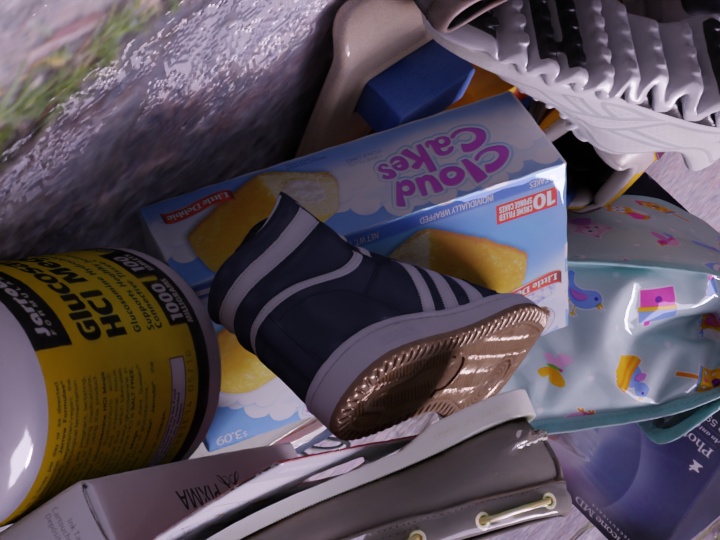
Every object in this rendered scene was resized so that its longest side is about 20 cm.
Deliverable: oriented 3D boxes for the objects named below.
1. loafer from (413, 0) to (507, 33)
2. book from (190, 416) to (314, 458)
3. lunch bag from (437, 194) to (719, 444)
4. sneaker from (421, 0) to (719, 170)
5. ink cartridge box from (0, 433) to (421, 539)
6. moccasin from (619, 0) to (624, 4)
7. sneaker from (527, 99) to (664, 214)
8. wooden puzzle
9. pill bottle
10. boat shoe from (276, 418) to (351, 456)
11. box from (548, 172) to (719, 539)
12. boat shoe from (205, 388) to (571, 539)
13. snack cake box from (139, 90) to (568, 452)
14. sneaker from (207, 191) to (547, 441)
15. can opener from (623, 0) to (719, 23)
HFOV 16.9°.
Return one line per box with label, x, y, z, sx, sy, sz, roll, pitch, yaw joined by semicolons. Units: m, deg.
loafer;0.114;-0.158;1.133;0.200;0.063;0.072;-15;159;-7
book;-0.077;0.072;1.292;0.200;0.048;0.134;-35;-168;-30
lunch bag;0.135;0.024;1.364;0.200;0.122;0.170;-5;-168;-3
sneaker;0.114;-0.096;1.193;0.200;0.075;0.081;16;143;-21
ink cartridge box;-0.068;0.102;1.077;0.173;0.044;0.200;-34;167;21
moccasin;0.174;-0.157;1.359;0.074;0.078;0.201;-27;155;-49
sneaker;0.115;-0.070;1.346;0.090;0.075;0.200;-51;-176;-22
wooden puzzle;0.044;-0.097;1.260;0.185;0.046;0.200;-34;159;-29
pill bottle;-0.156;0.052;1.041;0.112;0.112;0.200;-52;161;23
boat shoe;-0.030;0.072;1.435;0.200;0.075;0.062;-42;153;-38
box;0.204;0.077;1.747;0.123;0.200;0.198;-33;158;-35
boat shoe;-0.003;0.119;1.040;0.202;0.060;0.072;-25;170;-15
snack cake box;0.000;0.000;1.193;0.200;0.067;0.115;-19;134;-13
sneaker;0.007;0.017;1.124;0.070;0.108;0.200;-58;158;18
can opener;0.167;-0.153;1.231;0.067;0.053;0.200;-3;180;-19
